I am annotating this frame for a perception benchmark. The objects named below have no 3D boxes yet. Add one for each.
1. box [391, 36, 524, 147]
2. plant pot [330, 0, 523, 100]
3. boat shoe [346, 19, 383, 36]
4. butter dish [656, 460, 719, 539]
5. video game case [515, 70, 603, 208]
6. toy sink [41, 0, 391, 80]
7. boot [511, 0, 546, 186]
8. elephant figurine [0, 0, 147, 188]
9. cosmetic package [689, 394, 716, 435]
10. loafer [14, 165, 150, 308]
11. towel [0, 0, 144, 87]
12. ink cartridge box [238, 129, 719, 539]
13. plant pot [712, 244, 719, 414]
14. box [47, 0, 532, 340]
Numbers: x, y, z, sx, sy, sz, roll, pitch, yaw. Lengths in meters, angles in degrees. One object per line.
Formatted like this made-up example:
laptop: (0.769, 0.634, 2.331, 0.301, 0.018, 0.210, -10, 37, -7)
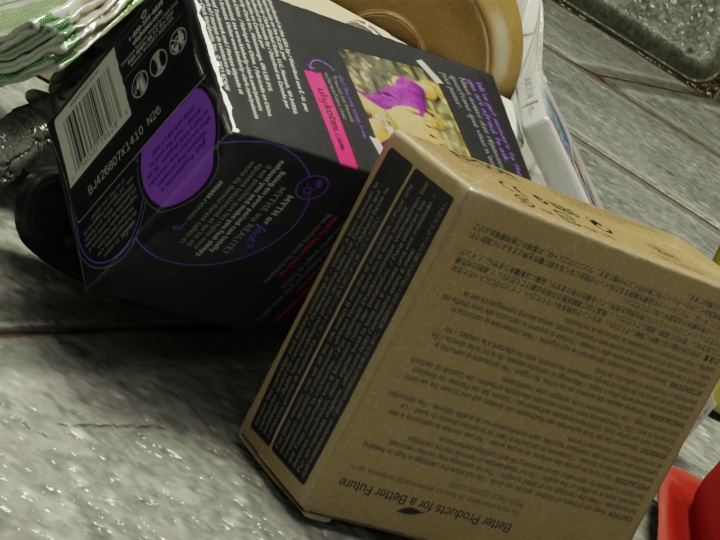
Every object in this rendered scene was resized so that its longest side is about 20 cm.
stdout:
box: (-0.007, -0.100, 1.606, 0.199, 0.113, 0.101, 28, 16, -10)
plant pot: (0.013, -0.150, 1.659, 0.199, 0.201, 0.028, 27, 23, -10)
boat shoe: (0.044, -0.071, 1.433, 0.200, 0.060, 0.072, 52, -30, -19)
butter dish: (0.268, 0.130, 1.272, 0.199, 0.148, 0.199, 30, 14, 0)
video game case: (0.156, -0.030, 1.654, 0.182, 0.024, 0.201, -81, 146, -76)
toy sink: (-0.095, -0.125, 1.483, 0.199, 0.131, 0.112, 28, 14, -10)
boot: (0.116, -0.120, 1.817, 0.095, 0.201, 0.073, 27, -18, -38)
elephant figurine: (-0.110, -0.087, 1.289, 0.141, 0.156, 0.200, 31, 6, -3)
cosmetic package: (0.127, 0.027, 1.499, 0.200, 0.051, 0.083, 39, -9, 33)
loafer: (-0.094, -0.013, 1.232, 0.200, 0.069, 0.070, 13, -1, -38)
towel: (-0.159, -0.151, 1.297, 0.200, 0.149, 0.031, -49, 119, -45)
ink cartridge box: (0.066, 0.045, 1.120, 0.199, 0.165, 0.075, 19, 15, -39)
plant pot: (0.340, 0.022, 1.744, 0.193, 0.196, 0.200, 26, 7, -16)
box: (-0.029, -0.044, 1.149, 0.199, 0.122, 0.107, 16, 43, -38)
